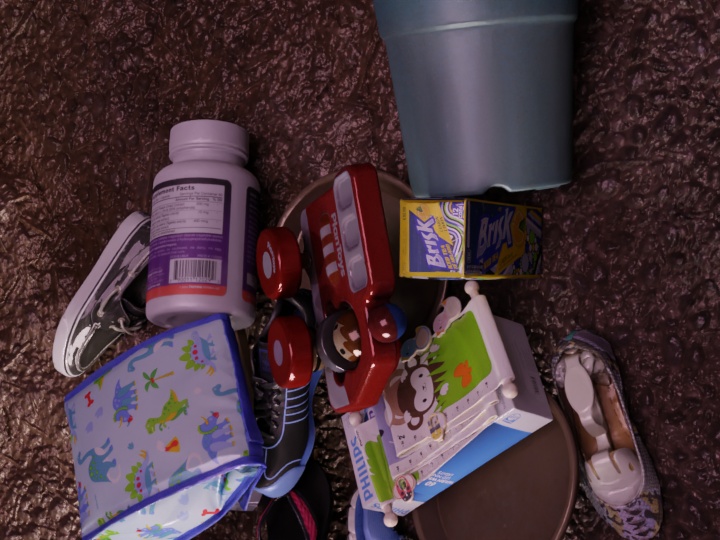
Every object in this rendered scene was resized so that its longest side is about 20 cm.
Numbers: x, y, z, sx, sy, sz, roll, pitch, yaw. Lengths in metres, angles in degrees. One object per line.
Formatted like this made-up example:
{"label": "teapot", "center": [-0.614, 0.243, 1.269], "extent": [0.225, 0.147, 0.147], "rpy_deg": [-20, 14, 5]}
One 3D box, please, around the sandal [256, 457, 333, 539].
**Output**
{"label": "sandal", "center": [-0.068, 0.258, 1.399], "extent": [0.075, 0.045, 0.201], "rpy_deg": [-19, 51, 23]}

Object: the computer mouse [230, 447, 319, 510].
{"label": "computer mouse", "center": [-0.135, 0.216, 1.509], "extent": [0.199, 0.044, 0.110], "rpy_deg": [4, 90, 26]}

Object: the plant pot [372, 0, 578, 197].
{"label": "plant pot", "center": [0.112, -0.170, 1.321], "extent": [0.199, 0.200, 0.197], "rpy_deg": [-3, 96, 26]}

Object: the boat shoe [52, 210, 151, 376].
{"label": "boat shoe", "center": [-0.262, 0.036, 1.561], "extent": [0.064, 0.071, 0.201], "rpy_deg": [35, 103, 24]}

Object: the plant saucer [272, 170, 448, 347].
{"label": "plant saucer", "center": [0.000, 0.000, 1.446], "extent": [0.199, 0.029, 0.202], "rpy_deg": [0, 90, 27]}

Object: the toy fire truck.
{"label": "toy fire truck", "center": [-0.012, 0.021, 1.297], "extent": [0.168, 0.111, 0.201], "rpy_deg": [146, 117, -66]}

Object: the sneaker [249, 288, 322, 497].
{"label": "sneaker", "center": [-0.080, 0.114, 1.397], "extent": [0.070, 0.078, 0.201], "rpy_deg": [9, 81, 35]}

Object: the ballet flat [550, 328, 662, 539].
{"label": "ballet flat", "center": [0.217, 0.151, 1.322], "extent": [0.072, 0.072, 0.201], "rpy_deg": [-21, 80, 25]}

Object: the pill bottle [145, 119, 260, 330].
{"label": "pill bottle", "center": [-0.158, -0.045, 1.479], "extent": [0.111, 0.111, 0.201], "rpy_deg": [-6, 73, 26]}

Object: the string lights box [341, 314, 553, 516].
{"label": "string lights box", "center": [0.077, 0.138, 1.361], "extent": [0.200, 0.059, 0.103], "rpy_deg": [-39, 51, 32]}

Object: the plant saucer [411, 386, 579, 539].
{"label": "plant saucer", "center": [0.127, 0.195, 1.353], "extent": [0.199, 0.029, 0.201], "rpy_deg": [-19, 63, 41]}

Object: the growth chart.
{"label": "growth chart", "center": [0.063, 0.116, 1.327], "extent": [0.200, 0.018, 0.145], "rpy_deg": [-48, 46, 23]}

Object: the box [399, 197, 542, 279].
{"label": "box", "center": [0.102, -0.027, 1.308], "extent": [0.064, 0.200, 0.071], "rpy_deg": [1, 90, 25]}

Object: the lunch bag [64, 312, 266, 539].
{"label": "lunch bag", "center": [-0.179, 0.159, 1.414], "extent": [0.200, 0.127, 0.171], "rpy_deg": [-37, 54, 29]}

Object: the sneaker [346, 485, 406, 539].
{"label": "sneaker", "center": [0.045, 0.295, 1.413], "extent": [0.089, 0.079, 0.201], "rpy_deg": [-20, 74, 2]}

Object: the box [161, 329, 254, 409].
{"label": "box", "center": [-0.173, 0.147, 1.509], "extent": [0.163, 0.021, 0.201], "rpy_deg": [-30, 58, 22]}
